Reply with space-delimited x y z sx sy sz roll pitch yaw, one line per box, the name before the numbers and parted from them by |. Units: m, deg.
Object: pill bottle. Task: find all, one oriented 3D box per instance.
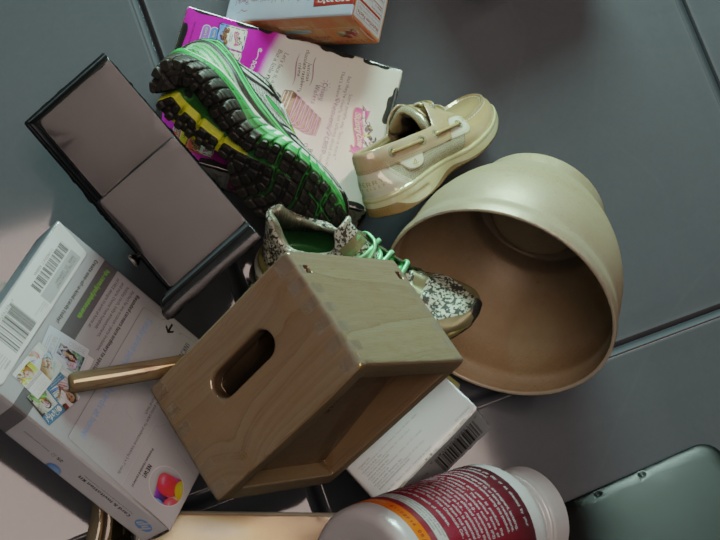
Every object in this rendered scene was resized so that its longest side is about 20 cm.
pill bottle | 0.069 0.212 1.166 0.199 0.113 0.114 -11 76 -46

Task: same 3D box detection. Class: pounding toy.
pounding toy | -0.070 0.075 1.133 0.200 0.184 0.143 -43 68 22

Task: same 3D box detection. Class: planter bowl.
planter bowl | 0.135 -0.014 1.295 0.199 0.201 0.135 30 48 -1

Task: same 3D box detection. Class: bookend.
bookend | -0.174 -0.072 1.189 0.092 0.200 0.199 -41 96 -2

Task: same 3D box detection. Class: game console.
game console | 0.264 0.278 1.323 0.198 0.116 0.177 -21 111 -14

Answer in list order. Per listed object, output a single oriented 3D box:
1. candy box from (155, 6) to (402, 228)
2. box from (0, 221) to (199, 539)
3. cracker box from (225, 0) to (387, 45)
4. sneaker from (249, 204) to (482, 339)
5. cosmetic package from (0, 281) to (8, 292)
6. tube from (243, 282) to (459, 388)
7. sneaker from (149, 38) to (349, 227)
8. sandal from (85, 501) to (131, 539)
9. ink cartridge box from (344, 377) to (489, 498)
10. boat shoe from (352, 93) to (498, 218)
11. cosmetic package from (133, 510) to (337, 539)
candy box | -0.075 -0.132 1.340 0.198 0.061 0.138 16 75 -5
box | -0.197 0.083 1.166 0.200 0.041 0.157 41 47 -17
cracker box | -0.033 -0.300 1.357 0.133 0.058 0.202 3 72 30
sneaker | 0.000 0.000 1.218 0.198 0.089 0.077 15 54 15
cosmetic package | -0.322 0.071 1.224 0.198 0.108 0.086 -13 76 -14
tube | -0.008 0.061 1.314 0.199 0.052 0.058 37 34 5
sneaker | -0.077 -0.115 1.266 0.200 0.078 0.085 48 41 -10
sandal | -0.218 0.252 1.218 0.053 0.080 0.202 1 74 6
ink cartridge box | 0.000 0.094 1.254 0.109 0.050 0.200 -44 59 -3
boat shoe | 0.056 -0.115 1.315 0.200 0.072 0.065 -43 114 -46
cosmetic package | -0.083 0.234 1.229 0.198 0.105 0.072 2 75 -8
